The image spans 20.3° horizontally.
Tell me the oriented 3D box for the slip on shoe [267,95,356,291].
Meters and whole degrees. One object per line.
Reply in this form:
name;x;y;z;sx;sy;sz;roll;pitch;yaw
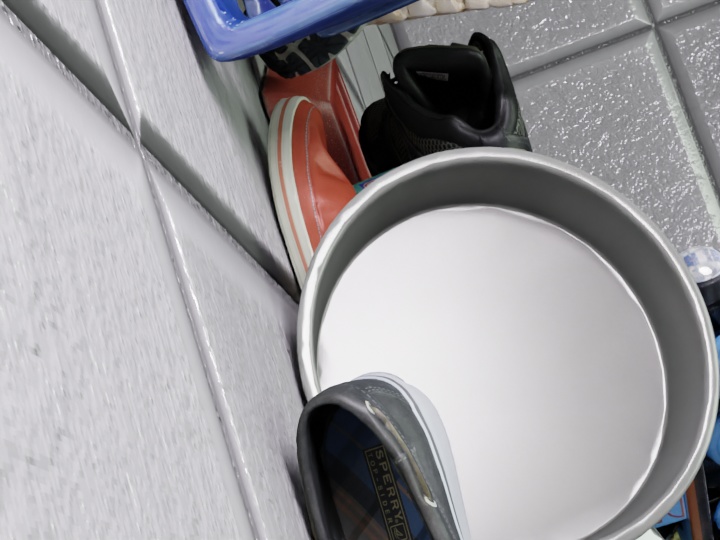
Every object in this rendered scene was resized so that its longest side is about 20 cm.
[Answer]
slip on shoe;0.000;0.000;1.014;0.074;0.061;0.202;54;16;-66

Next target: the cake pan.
cake pan;0.065;0.041;0.921;0.037;0.198;0.202;121;-45;-64

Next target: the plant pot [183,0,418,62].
plant pot;0.006;-0.225;0.969;0.202;0.199;0.180;69;18;2

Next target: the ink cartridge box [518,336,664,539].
ink cartridge box;0.091;0.145;1.012;0.162;0.057;0.202;-30;-107;54

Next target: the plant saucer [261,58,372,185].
plant saucer;-0.006;-0.040;1.233;0.200;0.036;0.201;-88;158;-74

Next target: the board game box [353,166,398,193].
board game box;0.055;0.060;1.091;0.152;0.045;0.202;38;-34;61

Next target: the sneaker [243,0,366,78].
sneaker;0.011;-0.189;1.127;0.078;0.201;0.086;46;29;18

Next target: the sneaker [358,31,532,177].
sneaker;0.044;-0.090;1.140;0.199;0.076;0.115;-131;-157;-64

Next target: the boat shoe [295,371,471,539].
boat shoe;0.021;0.137;0.772;0.056;0.068;0.202;5;63;-63

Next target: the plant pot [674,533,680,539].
plant pot;0.217;0.233;1.145;0.190;0.199;0.202;-19;89;-66

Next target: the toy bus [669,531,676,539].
toy bus;0.126;0.073;1.146;0.065;0.078;0.202;-4;-85;65

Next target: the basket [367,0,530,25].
basket;0.015;-0.258;1.277;0.161;0.196;0.202;-77;158;-70

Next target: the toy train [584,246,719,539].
toy train;0.160;0.075;1.046;0.087;0.113;0.201;-105;180;-50
